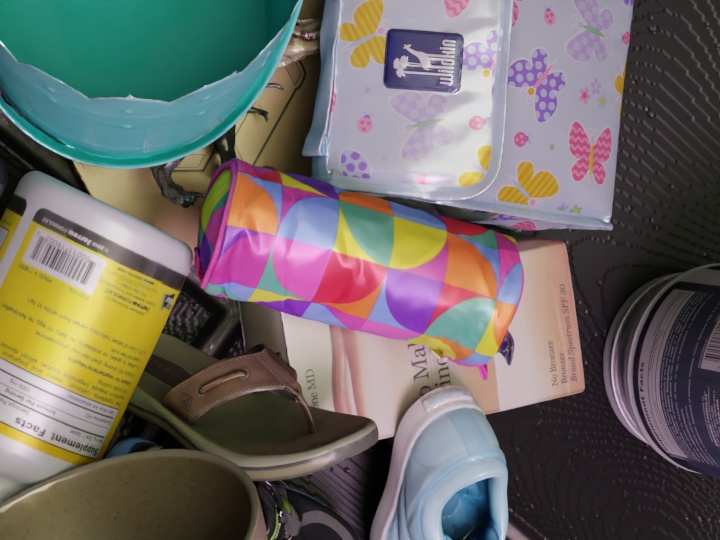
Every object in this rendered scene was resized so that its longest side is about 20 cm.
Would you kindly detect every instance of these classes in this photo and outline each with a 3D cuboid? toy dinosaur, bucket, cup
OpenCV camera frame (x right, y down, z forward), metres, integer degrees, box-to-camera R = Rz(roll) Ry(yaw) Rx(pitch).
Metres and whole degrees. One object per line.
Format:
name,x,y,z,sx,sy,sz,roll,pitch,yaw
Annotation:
toy dinosaur,-0.100,-0.086,1.190,0.198,0.047,0.089,-23,85,-17
bucket,-0.131,-0.164,1.115,0.205,0.135,0.210,2,74,-7
cup,-0.124,0.209,1.034,0.199,0.200,0.144,-28,115,-17

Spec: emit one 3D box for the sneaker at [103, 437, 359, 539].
sneaker,-0.070,0.157,1.178,0.199,0.082,0.071,29,82,-43

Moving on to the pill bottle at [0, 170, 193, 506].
pill bottle,-0.185,0.055,1.139,0.112,0.112,0.202,26,88,-21

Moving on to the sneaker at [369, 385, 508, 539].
sneaker,0.052,0.170,1.227,0.073,0.082,0.201,-14,134,-15

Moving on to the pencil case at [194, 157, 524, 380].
pencil case,0.000,0.000,1.149,0.198,0.088,0.089,18,87,-15

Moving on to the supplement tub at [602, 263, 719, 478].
supplement tub,0.257,0.069,1.280,0.139,0.200,0.142,-1,94,-21

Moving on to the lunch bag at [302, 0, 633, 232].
lunch bag,0.064,-0.116,1.219,0.198,0.127,0.172,10,85,-32

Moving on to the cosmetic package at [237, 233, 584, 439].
cosmetic package,0.032,0.044,1.251,0.198,0.087,0.105,-13,99,-20

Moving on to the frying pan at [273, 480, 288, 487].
frying pan,-0.115,0.171,1.235,0.188,0.031,0.116,16,87,-25

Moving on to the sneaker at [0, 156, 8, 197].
sneaker,-0.264,0.021,1.155,0.200,0.074,0.088,-50,130,-8

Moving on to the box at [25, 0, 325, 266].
box,-0.092,-0.105,1.228,0.199,0.021,0.165,-31,104,-16

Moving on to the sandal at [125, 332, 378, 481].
sandal,-0.078,0.069,1.153,0.079,0.200,0.058,-26,127,-45
